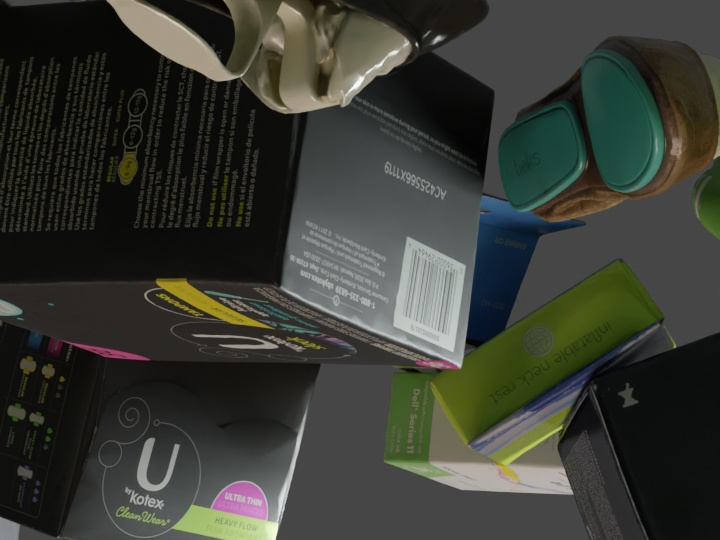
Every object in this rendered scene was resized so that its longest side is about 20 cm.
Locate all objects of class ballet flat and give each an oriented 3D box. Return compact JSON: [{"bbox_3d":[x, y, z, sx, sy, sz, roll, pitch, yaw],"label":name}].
[{"bbox_3d":[-0.036,-0.097,1.059,0.200,0.069,0.068,16,165,-39],"label":"ballet flat"},{"bbox_3d":[0.118,-0.059,1.192,0.072,0.068,0.200,-11,173,-15],"label":"ballet flat"}]

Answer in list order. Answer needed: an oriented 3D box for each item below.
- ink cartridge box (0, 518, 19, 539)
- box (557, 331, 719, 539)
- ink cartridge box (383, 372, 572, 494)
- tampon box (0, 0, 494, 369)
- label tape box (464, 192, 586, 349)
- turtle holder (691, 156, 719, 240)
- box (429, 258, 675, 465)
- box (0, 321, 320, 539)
[{"bbox_3d":[-0.448,0.227,2.871,0.199,0.077,0.136,4,168,9],"label":"ink cartridge box"},{"bbox_3d":[0.221,0.094,1.530,0.199,0.124,0.197,-20,168,-5],"label":"box"},{"bbox_3d":[0.131,0.114,1.990,0.199,0.068,0.117,0,166,33],"label":"ink cartridge box"},{"bbox_3d":[-0.068,-0.035,1.235,0.199,0.127,0.150,-1,166,34],"label":"tampon box"},{"bbox_3d":[0.000,0.000,1.524,0.144,0.064,0.200,14,167,-32],"label":"label tape box"},{"bbox_3d":[0.228,0.002,1.214,0.185,0.141,0.132,-13,175,37],"label":"turtle holder"},{"bbox_3d":[0.105,0.051,1.544,0.122,0.048,0.200,-34,170,4],"label":"box"},{"bbox_3d":[-0.147,0.080,1.590,0.148,0.125,0.200,15,178,-40],"label":"box"}]
